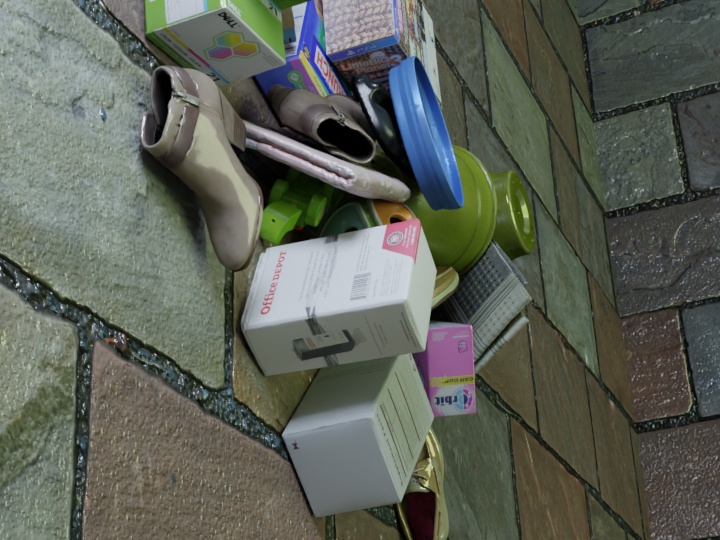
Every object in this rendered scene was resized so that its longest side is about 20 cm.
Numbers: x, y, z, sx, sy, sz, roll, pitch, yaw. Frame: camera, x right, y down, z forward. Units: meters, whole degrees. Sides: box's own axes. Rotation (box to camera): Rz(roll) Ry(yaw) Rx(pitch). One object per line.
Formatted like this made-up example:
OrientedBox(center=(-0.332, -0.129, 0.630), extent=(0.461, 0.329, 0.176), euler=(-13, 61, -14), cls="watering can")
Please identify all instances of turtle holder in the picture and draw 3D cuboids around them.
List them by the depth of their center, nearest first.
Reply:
OrientedBox(center=(-0.003, -0.011, 1.650), extent=(0.142, 0.185, 0.132), euler=(59, -4, -17), cls="turtle holder")

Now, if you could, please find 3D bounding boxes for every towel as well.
OrientedBox(center=(-0.052, -0.129, 1.568), extent=(0.033, 0.190, 0.200), euler=(-68, 161, 8), cls="towel")
OrientedBox(center=(0.152, 0.055, 1.879), extent=(0.034, 0.200, 0.193), euler=(24, 24, -36), cls="towel")

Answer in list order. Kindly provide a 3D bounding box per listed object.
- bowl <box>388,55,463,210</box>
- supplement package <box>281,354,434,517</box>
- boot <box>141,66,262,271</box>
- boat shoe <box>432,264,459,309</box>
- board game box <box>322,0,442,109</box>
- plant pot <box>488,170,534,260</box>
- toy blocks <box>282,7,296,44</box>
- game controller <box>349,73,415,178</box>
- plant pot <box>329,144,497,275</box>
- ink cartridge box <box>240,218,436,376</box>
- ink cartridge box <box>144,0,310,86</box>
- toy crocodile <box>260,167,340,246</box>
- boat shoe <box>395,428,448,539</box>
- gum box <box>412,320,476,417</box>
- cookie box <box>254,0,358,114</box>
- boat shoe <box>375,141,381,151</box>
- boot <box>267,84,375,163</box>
OrientedBox(center=(0.083, -0.172, 1.673), extent=(0.201, 0.039, 0.203), euler=(-17, 90, -79), cls="bowl")
OrientedBox(center=(0.002, 0.187, 1.583), extent=(0.200, 0.116, 0.118), euler=(-58, 131, -62), cls="supplement package")
OrientedBox(center=(-0.172, -0.112, 1.376), extent=(0.146, 0.070, 0.202), euler=(26, 53, -56), cls="boot")
OrientedBox(center=(0.052, 0.030, 1.773), extent=(0.199, 0.071, 0.077), euler=(-32, 103, -35), cls="boat shoe")
OrientedBox(center=(0.030, -0.320, 1.778), extent=(0.200, 0.096, 0.161), euler=(47, 35, -58), cls="board game box")
OrientedBox(center=(0.161, -0.071, 2.033), extent=(0.200, 0.191, 0.203), euler=(-14, 90, -69), cls="plant pot")
OrientedBox(center=(-0.123, -0.355, 1.623), extent=(0.137, 0.099, 0.201), euler=(83, -9, -59), cls="toy blocks")
OrientedBox(center=(0.034, -0.179, 1.653), extent=(0.200, 0.042, 0.105), euler=(29, 45, -73), cls="game controller")
OrientedBox(center=(0.059, -0.091, 1.834), extent=(0.192, 0.199, 0.203), euler=(7, 71, -55), cls="plant pot")
OrientedBox(center=(-0.022, 0.031, 1.495), extent=(0.146, 0.198, 0.085), euler=(-77, 153, -49), cls="ink cartridge box")
OrientedBox(center=(-0.117, -0.287, 1.438), extent=(0.148, 0.198, 0.077), euler=(35, 46, -60), cls="ink cartridge box")
OrientedBox(center=(-0.071, -0.087, 1.633), extent=(0.200, 0.067, 0.062), euler=(-55, 165, -65), cls="toy crocodile")
OrientedBox(center=(0.078, 0.289, 1.782), extent=(0.069, 0.073, 0.202), euler=(-34, 110, -74), cls="boat shoe")
OrientedBox(center=(0.090, 0.128, 1.775), extent=(0.200, 0.065, 0.115), euler=(-178, -95, -74), cls="gum box")
OrientedBox(center=(-0.065, -0.274, 1.746), extent=(0.201, 0.074, 0.172), euler=(-82, 152, -42), cls="cookie box")
OrientedBox(center=(0.014, -0.249, 1.960), extent=(0.068, 0.072, 0.202), euler=(28, 56, -36), cls="boat shoe")
OrientedBox(center=(-0.024, -0.170, 1.605), extent=(0.199, 0.071, 0.146), euler=(15, 16, -39), cls="boot")
